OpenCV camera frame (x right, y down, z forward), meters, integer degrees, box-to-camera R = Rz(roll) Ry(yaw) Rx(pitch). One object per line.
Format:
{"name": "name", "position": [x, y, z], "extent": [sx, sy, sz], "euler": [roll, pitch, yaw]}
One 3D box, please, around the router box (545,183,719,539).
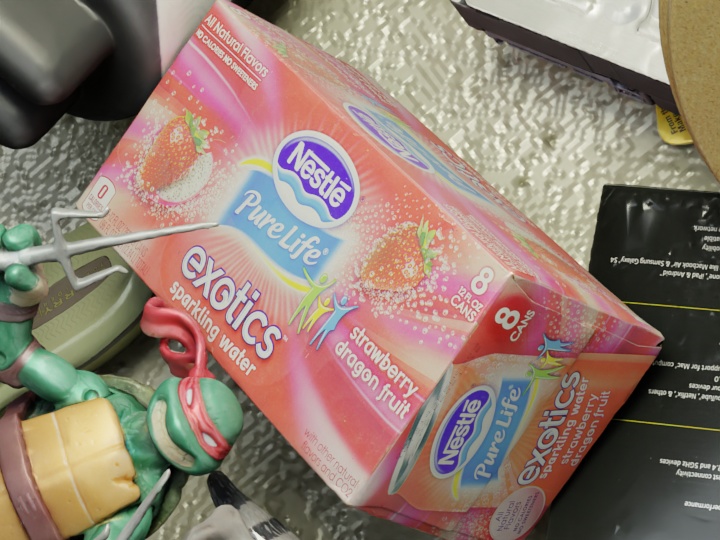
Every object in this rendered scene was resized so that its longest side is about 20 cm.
{"name": "router box", "position": [0.171, 0.052, 0.961], "extent": [0.199, 0.051, 0.150], "euler": [6, 78, 25]}

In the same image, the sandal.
{"name": "sandal", "position": [-0.168, 0.034, 1.102], "extent": [0.201, 0.057, 0.080], "euler": [-38, 48, 6]}

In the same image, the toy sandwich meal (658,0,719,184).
{"name": "toy sandwich meal", "position": [0.186, -0.078, 0.886], "extent": [0.205, 0.206, 0.070], "euler": [22, 42, 27]}

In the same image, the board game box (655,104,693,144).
{"name": "board game box", "position": [0.200, -0.107, 1.016], "extent": [0.199, 0.030, 0.096], "euler": [-10, 69, 23]}

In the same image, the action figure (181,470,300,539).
{"name": "action figure", "position": [0.025, 0.134, 0.943], "extent": [0.193, 0.200, 0.105], "euler": [25, 44, -2]}

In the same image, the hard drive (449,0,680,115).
{"name": "hard drive", "position": [0.138, -0.158, 1.026], "extent": [0.140, 0.038, 0.200], "euler": [26, 82, 30]}

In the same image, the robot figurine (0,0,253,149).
{"name": "robot figurine", "position": [-0.095, -0.141, 1.072], "extent": [0.150, 0.125, 0.200], "euler": [10, 49, 40]}

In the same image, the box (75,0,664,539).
{"name": "box", "position": [0.000, 0.000, 0.995], "extent": [0.103, 0.095, 0.200], "euler": [-54, 48, 11]}

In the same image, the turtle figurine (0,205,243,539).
{"name": "turtle figurine", "position": [-0.112, 0.073, 0.938], "extent": [0.200, 0.101, 0.150], "euler": [-26, 66, 11]}
